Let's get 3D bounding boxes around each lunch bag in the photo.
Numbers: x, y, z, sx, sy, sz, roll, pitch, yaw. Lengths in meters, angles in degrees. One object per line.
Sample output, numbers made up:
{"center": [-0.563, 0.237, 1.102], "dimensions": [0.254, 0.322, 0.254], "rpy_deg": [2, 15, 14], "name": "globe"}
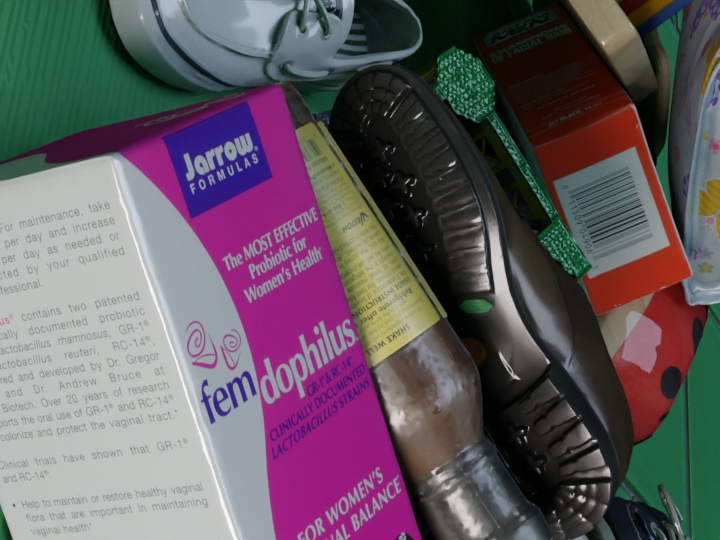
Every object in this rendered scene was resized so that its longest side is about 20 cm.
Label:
{"center": [0.239, -0.103, 1.004], "dimensions": [0.170, 0.127, 0.200], "rpy_deg": [-81, 169, -52], "name": "lunch bag"}

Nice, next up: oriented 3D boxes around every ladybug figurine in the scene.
{"center": [0.160, 0.044, 1.065], "dimensions": [0.136, 0.072, 0.200], "rpy_deg": [-66, 174, 34], "name": "ladybug figurine"}

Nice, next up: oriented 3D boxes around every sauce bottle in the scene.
{"center": [0.002, 0.027, 0.668], "dimensions": [0.200, 0.065, 0.065], "rpy_deg": [58, 26, 2], "name": "sauce bottle"}

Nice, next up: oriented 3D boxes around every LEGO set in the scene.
{"center": [0.000, 0.000, 0.807], "dimensions": [0.154, 0.116, 0.200], "rpy_deg": [51, 45, -11], "name": "LEGO set"}

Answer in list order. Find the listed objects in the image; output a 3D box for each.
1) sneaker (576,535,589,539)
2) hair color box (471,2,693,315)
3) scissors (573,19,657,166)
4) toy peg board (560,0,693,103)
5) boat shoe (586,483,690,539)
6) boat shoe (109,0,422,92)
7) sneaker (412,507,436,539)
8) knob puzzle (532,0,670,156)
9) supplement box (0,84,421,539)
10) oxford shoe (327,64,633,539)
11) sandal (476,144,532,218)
{"center": [0.056, 0.134, 0.899], "dimensions": [0.092, 0.076, 0.200], "rpy_deg": [-52, 144, -21], "name": "sneaker"}
{"center": [0.125, -0.071, 1.034], "dimensions": [0.200, 0.064, 0.111], "rpy_deg": [-107, 173, -65], "name": "hair color box"}
{"center": [0.148, -0.125, 1.112], "dimensions": [0.073, 0.014, 0.200], "rpy_deg": [62, 6, -57], "name": "scissors"}
{"center": [0.121, -0.207, 0.938], "dimensions": [0.200, 0.098, 0.199], "rpy_deg": [57, 10, 9], "name": "toy peg board"}
{"center": [0.157, 0.162, 1.011], "dimensions": [0.200, 0.062, 0.075], "rpy_deg": [66, 16, -76], "name": "boat shoe"}
{"center": [-0.035, -0.120, 0.797], "dimensions": [0.200, 0.067, 0.074], "rpy_deg": [-11, 89, -65], "name": "boat shoe"}
{"center": [0.022, 0.140, 0.716], "dimensions": [0.200, 0.077, 0.084], "rpy_deg": [-59, 171, -27], "name": "sneaker"}
{"center": [0.159, -0.152, 1.134], "dimensions": [0.220, 0.030, 0.220], "rpy_deg": [160, -90, -80], "name": "knob puzzle"}
{"center": [-0.063, 0.049, 0.617], "dimensions": [0.101, 0.103, 0.200], "rpy_deg": [-33, 108, -54], "name": "supplement box"}
{"center": [0.049, 0.007, 0.725], "dimensions": [0.200, 0.073, 0.084], "rpy_deg": [65, 30, -3], "name": "oxford shoe"}
{"center": [0.082, -0.030, 1.023], "dimensions": [0.203, 0.050, 0.083], "rpy_deg": [51, 36, -44], "name": "sandal"}
